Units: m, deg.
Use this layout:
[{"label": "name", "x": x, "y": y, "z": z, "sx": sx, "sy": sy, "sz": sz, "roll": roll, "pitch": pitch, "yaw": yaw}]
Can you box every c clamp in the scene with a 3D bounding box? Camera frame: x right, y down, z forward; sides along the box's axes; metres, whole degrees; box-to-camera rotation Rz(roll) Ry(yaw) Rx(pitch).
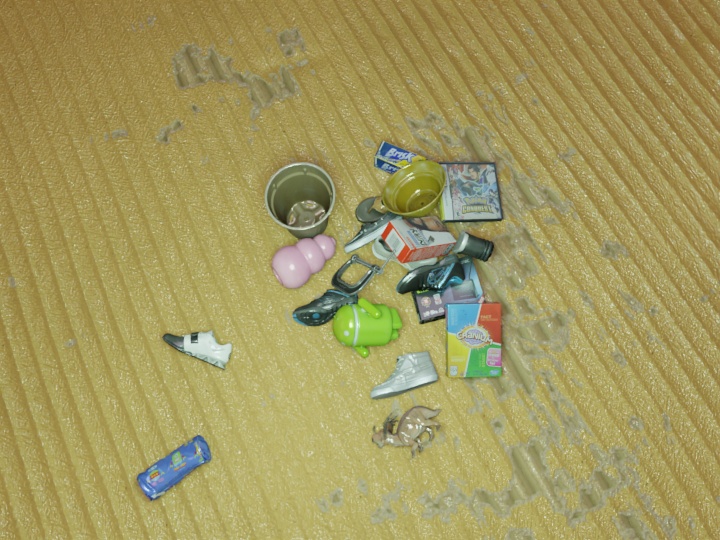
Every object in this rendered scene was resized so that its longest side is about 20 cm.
[{"label": "c clamp", "x": 0.000, "y": 0.000, "z": 1.588, "sx": 0.027, "sy": 0.199, "sz": 0.172, "roll": 45, "pitch": 75, "yaw": -30}]

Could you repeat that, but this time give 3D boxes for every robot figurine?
[{"label": "robot figurine", "x": 0.012, "y": 0.151, "z": 1.546, "sx": 0.197, "sy": 0.177, "sz": 0.116, "roll": 1, "pitch": 42, "yaw": -18}]

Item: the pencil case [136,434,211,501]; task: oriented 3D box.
[{"label": "pencil case", "x": -0.492, "y": 0.525, "z": 1.480, "sx": 0.199, "sy": 0.078, "sz": 0.087, "roll": -34, "pitch": 46, "yaw": -8}]

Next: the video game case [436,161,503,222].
[{"label": "video game case", "x": 0.327, "y": -0.236, "z": 1.677, "sx": 0.197, "sy": 0.025, "sz": 0.184, "roll": -3, "pitch": 80, "yaw": -16}]

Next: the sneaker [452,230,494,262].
[{"label": "sneaker", "x": 0.321, "y": -0.064, "z": 1.582, "sx": 0.098, "sy": 0.200, "sz": 0.072, "roll": 23, "pitch": 96, "yaw": 2}]

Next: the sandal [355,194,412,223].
[{"label": "sandal", "x": 0.081, "y": -0.195, "z": 1.692, "sx": 0.197, "sy": 0.055, "sz": 0.083, "roll": -6, "pitch": 73, "yaw": -1}]

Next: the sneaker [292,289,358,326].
[{"label": "sneaker", "x": -0.101, "y": 0.102, "z": 1.612, "sx": 0.197, "sy": 0.074, "sz": 0.083, "roll": -13, "pitch": 47, "yaw": 0}]

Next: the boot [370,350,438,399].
[{"label": "boot", "x": 0.111, "y": 0.288, "z": 1.548, "sx": 0.197, "sy": 0.074, "sz": 0.097, "roll": -14, "pitch": 67, "yaw": -12}]

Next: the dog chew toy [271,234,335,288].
[{"label": "dog chew toy", "x": -0.158, "y": -0.035, "z": 1.621, "sx": 0.199, "sy": 0.125, "sz": 0.125, "roll": -32, "pitch": 75, "yaw": -16}]

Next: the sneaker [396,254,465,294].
[{"label": "sneaker", "x": 0.195, "y": 0.026, "z": 1.541, "sx": 0.198, "sy": 0.073, "sz": 0.083, "roll": -24, "pitch": 74, "yaw": -5}]

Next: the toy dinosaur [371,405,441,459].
[{"label": "toy dinosaur", "x": 0.131, "y": 0.415, "z": 1.500, "sx": 0.200, "sy": 0.086, "sz": 0.135, "roll": -41, "pitch": 70, "yaw": -16}]

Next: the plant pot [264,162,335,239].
[{"label": "plant pot", "x": -0.166, "y": -0.182, "z": 1.627, "sx": 0.197, "sy": 0.184, "sz": 0.203, "roll": 0, "pitch": 74, "yaw": 1}]

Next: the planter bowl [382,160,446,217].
[{"label": "planter bowl", "x": 0.169, "y": -0.218, "z": 1.628, "sx": 0.198, "sy": 0.084, "sz": 0.202, "roll": -17, "pitch": 48, "yaw": 20}]

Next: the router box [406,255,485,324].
[{"label": "router box", "x": 0.246, "y": 0.056, "z": 1.610, "sx": 0.197, "sy": 0.062, "sz": 0.152, "roll": -14, "pitch": 72, "yaw": -3}]

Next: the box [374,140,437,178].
[{"label": "box", "x": 0.143, "y": -0.323, "z": 1.720, "sx": 0.198, "sy": 0.070, "sz": 0.065, "roll": 24, "pitch": 72, "yaw": 8}]

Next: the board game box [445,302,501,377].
[{"label": "board game box", "x": 0.311, "y": 0.191, "z": 1.545, "sx": 0.151, "sy": 0.040, "sz": 0.203, "roll": -1, "pitch": 92, "yaw": -2}]

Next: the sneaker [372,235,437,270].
[{"label": "sneaker", "x": 0.129, "y": -0.052, "z": 1.629, "sx": 0.197, "sy": 0.092, "sz": 0.077, "roll": 12, "pitch": 75, "yaw": 5}]

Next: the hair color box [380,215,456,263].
[{"label": "hair color box", "x": 0.168, "y": -0.091, "z": 1.592, "sx": 0.198, "sy": 0.064, "sz": 0.111, "roll": -10, "pitch": 55, "yaw": -43}]

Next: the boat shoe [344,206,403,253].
[{"label": "boat shoe", "x": 0.033, "y": -0.120, "z": 1.655, "sx": 0.198, "sy": 0.069, "sz": 0.057, "roll": -31, "pitch": 89, "yaw": -3}]

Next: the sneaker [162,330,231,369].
[{"label": "sneaker", "x": -0.458, "y": 0.205, "z": 1.581, "sx": 0.198, "sy": 0.074, "sz": 0.090, "roll": 22, "pitch": 75, "yaw": -3}]
